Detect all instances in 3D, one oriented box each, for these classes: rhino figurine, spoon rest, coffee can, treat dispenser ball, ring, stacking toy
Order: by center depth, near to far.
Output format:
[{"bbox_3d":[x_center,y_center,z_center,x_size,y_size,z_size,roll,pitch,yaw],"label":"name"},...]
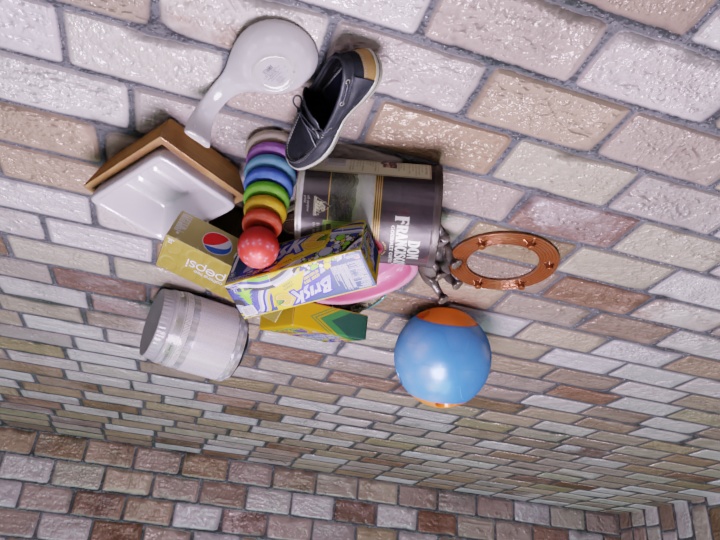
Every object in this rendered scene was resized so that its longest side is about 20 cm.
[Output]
[{"bbox_3d":[-0.139,-0.233,0.779,0.199,0.061,0.099,-30,139,27],"label":"spoon rest"},{"bbox_3d":[-0.126,-0.093,0.855,0.084,0.202,0.086,2,145,1],"label":"stacking toy"},{"bbox_3d":[0.012,-0.085,0.910,0.197,0.148,0.147,4,151,2],"label":"coffee can"},{"bbox_3d":[0.126,-0.029,1.061,0.059,0.088,0.201,-28,149,-8],"label":"rhino figurine"},{"bbox_3d":[0.255,-0.009,1.138,0.197,0.019,0.201,4,150,2],"label":"ring"},{"bbox_3d":[0.167,0.177,1.294,0.197,0.204,0.202,4,151,2],"label":"treat dispenser ball"}]

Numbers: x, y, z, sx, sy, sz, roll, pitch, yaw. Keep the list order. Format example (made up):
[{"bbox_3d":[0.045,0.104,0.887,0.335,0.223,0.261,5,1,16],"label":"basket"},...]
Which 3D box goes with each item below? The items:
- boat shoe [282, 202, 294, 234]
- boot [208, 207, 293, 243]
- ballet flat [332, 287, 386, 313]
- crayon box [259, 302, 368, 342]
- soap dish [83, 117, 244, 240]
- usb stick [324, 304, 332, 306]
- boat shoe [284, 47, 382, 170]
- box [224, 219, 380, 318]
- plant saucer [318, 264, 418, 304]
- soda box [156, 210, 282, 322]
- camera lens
[{"bbox_3d":[-0.038,-0.069,1.018,0.199,0.076,0.075,-3,150,14],"label":"boat shoe"},{"bbox_3d":[-0.188,-0.032,1.119,0.198,0.073,0.154,18,151,-22],"label":"boot"},{"bbox_3d":[-0.014,0.063,1.276,0.075,0.068,0.200,34,139,-6],"label":"ballet flat"},{"bbox_3d":[-0.101,0.095,1.193,0.198,0.052,0.125,17,163,-35],"label":"crayon box"},{"bbox_3d":[-0.288,-0.131,0.944,0.198,0.082,0.157,-18,144,35],"label":"soap dish"},{"bbox_3d":[-0.075,0.045,1.255,0.032,0.056,0.201,-22,154,-15],"label":"usb stick"},{"bbox_3d":[-0.050,-0.197,0.784,0.062,0.075,0.200,-10,159,-40],"label":"boat shoe"},{"bbox_3d":[-0.077,0.000,0.846,0.197,0.071,0.065,-14,124,17],"label":"box"},{"bbox_3d":[0.000,0.000,1.108,0.197,0.052,0.201,-12,158,-5],"label":"plant saucer"},{"bbox_3d":[-0.196,-0.005,0.944,0.198,0.064,0.068,27,129,-9],"label":"soda box"},{"bbox_3d":[-0.349,0.138,1.352,0.198,0.162,0.160,22,147,-27],"label":"camera lens"}]
